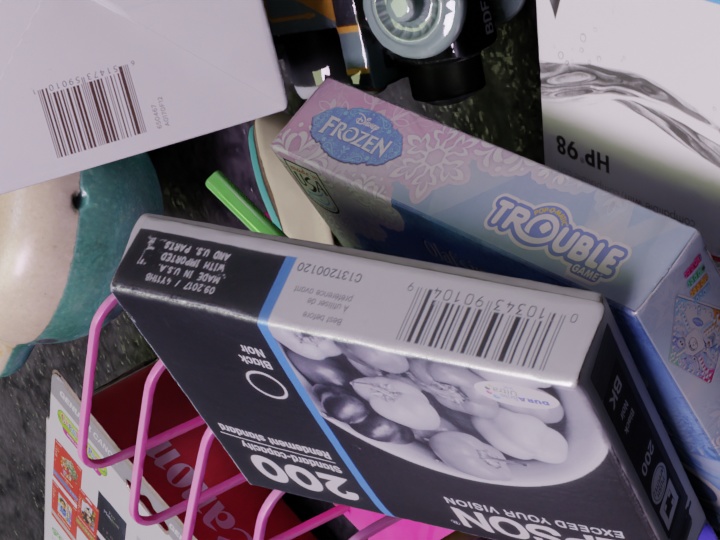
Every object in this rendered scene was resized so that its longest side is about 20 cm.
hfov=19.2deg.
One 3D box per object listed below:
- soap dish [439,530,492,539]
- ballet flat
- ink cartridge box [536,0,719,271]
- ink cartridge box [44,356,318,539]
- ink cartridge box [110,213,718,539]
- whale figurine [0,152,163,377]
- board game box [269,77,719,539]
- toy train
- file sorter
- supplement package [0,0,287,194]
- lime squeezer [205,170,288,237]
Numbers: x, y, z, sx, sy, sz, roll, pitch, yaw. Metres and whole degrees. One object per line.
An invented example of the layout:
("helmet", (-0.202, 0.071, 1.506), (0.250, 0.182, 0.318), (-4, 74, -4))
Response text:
("soap dish", (0.098, 0.188, 0.904), (0.200, 0.157, 0.081), (51, 126, 14))
("ballet flat", (0.000, 0.000, 0.996), (0.070, 0.069, 0.201), (124, 137, -53))
("ink cartridge box", (0.128, -0.059, 0.783), (0.116, 0.067, 0.201), (25, 130, 45))
("ink cartridge box", (-0.092, 0.156, 1.207), (0.200, 0.084, 0.176), (46, 147, 27))
("ink cartridge box", (0.027, 0.063, 0.815), (0.197, 0.044, 0.200), (10, 151, 31))
("whale figurine", (-0.172, -0.022, 1.113), (0.200, 0.103, 0.160), (-15, 72, 60))
("board game box", (0.081, 0.026, 0.843), (0.200, 0.043, 0.199), (27, 160, 44))
("toy train", (-0.003, -0.163, 0.865), (0.114, 0.085, 0.201), (-3, 107, 34))
("file sorter", (-0.036, 0.097, 1.061), (0.200, 0.125, 0.139), (43, 141, 31))
("supplement package", (-0.134, -0.132, 0.892), (0.200, 0.151, 0.151), (-131, 25, -72))
("lime squeezer", (0.014, 0.030, 0.894), (0.038, 0.071, 0.200), (-42, 106, 18))
